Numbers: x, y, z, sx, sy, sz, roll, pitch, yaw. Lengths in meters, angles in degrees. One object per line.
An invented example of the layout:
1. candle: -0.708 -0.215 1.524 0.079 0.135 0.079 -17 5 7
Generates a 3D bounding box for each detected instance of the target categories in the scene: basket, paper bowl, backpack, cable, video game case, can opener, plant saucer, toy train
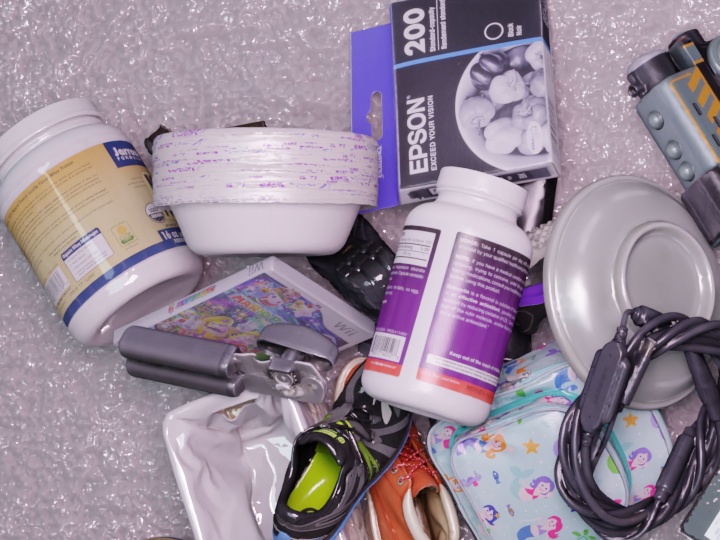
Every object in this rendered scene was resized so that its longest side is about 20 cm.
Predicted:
1. basket: -0.078 0.204 1.740 0.135 0.123 0.202 -22 81 14
2. paper bowl: -0.082 -0.065 1.657 0.199 0.200 0.106 -2 88 17
3. backpack: 0.171 0.159 1.652 0.199 0.151 0.179 -27 102 5
4. cable: 0.240 0.129 1.562 0.051 0.162 0.202 29 107 54
5. video game case: -0.106 0.057 1.725 0.199 0.143 0.018 -24 49 33
6. can opener: -0.115 0.075 1.682 0.198 0.054 0.067 10 51 22
7. plant saucer: 0.244 0.015 1.597 0.050 0.198 0.202 -16 80 56
8. toy train: 0.310 -0.115 1.640 0.113 0.085 0.201 -22 76 -30

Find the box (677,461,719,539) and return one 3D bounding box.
1. box: 0.361 0.154 1.587 0.086 0.164 0.201 33 95 16

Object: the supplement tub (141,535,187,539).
1. supplement tub: -0.207 0.321 1.732 0.143 0.200 0.146 -1 86 16

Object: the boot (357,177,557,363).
1. boot: 0.089 -0.011 1.729 0.163 0.066 0.202 7 93 7

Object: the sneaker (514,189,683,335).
1. sneaker: 0.209 -0.003 1.684 0.199 0.070 0.100 -22 104 -11

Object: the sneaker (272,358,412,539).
1. sneaker: -0.013 0.153 1.633 0.070 0.083 0.200 24 62 17

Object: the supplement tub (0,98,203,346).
1. supplement tub: -0.254 -0.046 1.790 0.144 0.144 0.201 -36 78 12

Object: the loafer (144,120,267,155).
1. loafer: -0.107 -0.108 1.801 0.198 0.073 0.072 16 87 8

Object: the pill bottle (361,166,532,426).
1. pill bottle: 0.077 0.021 1.580 0.111 0.112 0.202 15 84 17

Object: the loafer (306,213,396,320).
1. loafer: 0.000 0.000 1.711 0.068 0.201 0.071 -36 113 -4

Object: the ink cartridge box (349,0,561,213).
1. ink cartridge box: 0.078 -0.161 1.725 0.198 0.043 0.200 -10 64 17

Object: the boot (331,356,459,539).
1. boot: 0.037 0.170 1.708 0.074 0.107 0.202 -15 85 -23
